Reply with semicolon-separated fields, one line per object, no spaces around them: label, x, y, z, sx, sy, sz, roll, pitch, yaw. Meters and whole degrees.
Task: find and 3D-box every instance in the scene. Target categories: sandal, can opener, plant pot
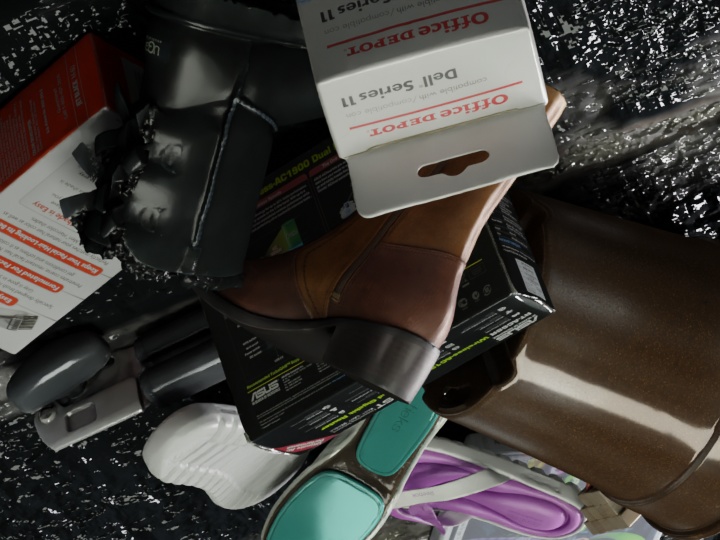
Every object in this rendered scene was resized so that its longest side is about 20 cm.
sandal;0.067;0.161;1.857;0.201;0.050;0.083;10;139;-8
sandal;-0.089;0.110;1.756;0.082;0.050;0.203;-40;159;6
can opener;-0.133;0.054;1.688;0.199;0.054;0.067;-26;142;14
plant pot;0.153;0.049;1.666;0.197;0.201;0.200;20;132;-27

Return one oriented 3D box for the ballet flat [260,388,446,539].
ballet flat;0.003;0.130;1.799;0.069;0.070;0.200;18;121;-34

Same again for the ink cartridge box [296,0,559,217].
ink cartridge box;0.028;-0.134;1.373;0.116;0.201;0.067;-15;143;3

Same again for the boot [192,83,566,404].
boot;0.004;-0.043;1.506;0.068;0.188;0.201;31;82;-41

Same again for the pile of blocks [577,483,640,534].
pile of blocks;0.224;0.101;1.852;0.200;0.082;0.062;-40;96;0

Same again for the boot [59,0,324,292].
boot;-0.061;-0.069;1.468;0.197;0.073;0.164;10;102;-34

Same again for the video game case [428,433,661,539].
video game case;0.146;0.183;1.963;0.180;0.023;0.201;-2;141;-15

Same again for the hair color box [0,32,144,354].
hair color box;-0.182;-0.042;1.542;0.200;0.064;0.111;-37;138;25

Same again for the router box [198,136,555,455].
router box;0.000;0.000;1.572;0.199;0.151;0.062;-30;156;21
